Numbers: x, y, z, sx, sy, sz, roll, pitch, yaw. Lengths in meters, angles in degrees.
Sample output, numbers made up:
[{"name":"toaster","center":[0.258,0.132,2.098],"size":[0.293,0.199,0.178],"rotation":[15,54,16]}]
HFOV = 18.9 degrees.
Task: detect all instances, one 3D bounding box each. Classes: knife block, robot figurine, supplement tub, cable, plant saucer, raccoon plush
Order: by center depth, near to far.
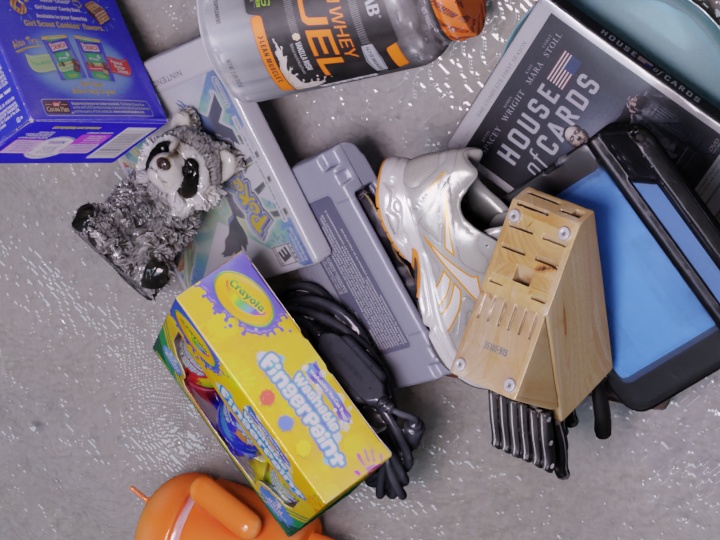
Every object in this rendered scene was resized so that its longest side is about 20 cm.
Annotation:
[{"name":"supplement tub","center":[-0.013,-0.203,1.624],"size":[0.198,0.123,0.124],"rotation":[-11,107,20]},{"name":"plant saucer","center":[0.199,-0.127,1.626],"size":[0.198,0.027,0.202],"rotation":[9,115,20]},{"name":"knife block","center":[0.151,0.053,1.629],"size":[0.064,0.175,0.202],"rotation":[22,94,35]},{"name":"raccoon plush","center":[-0.161,-0.057,1.753],"size":[0.097,0.200,0.134],"rotation":[41,84,-6]},{"name":"cable","center":[-0.017,0.097,1.770],"size":[0.200,0.051,0.164],"rotation":[44,157,29]},{"name":"robot figurine","center":[-0.110,0.242,1.862],"size":[0.198,0.144,0.118],"rotation":[17,88,17]}]

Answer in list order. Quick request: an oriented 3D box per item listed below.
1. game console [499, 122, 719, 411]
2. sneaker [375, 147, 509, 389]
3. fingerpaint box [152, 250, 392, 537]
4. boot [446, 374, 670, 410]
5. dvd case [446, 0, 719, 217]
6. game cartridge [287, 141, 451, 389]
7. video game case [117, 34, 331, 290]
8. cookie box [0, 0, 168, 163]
[{"name":"game console","center":[0.203,0.005,1.572],"size":[0.116,0.176,0.201],"rotation":[-38,96,-2]},{"name":"sneaker","center":[0.087,-0.001,1.622],"size":[0.091,0.076,0.201],"rotation":[-15,114,27]},{"name":"fingerpaint box","center":[-0.077,0.104,1.737],"size":[0.201,0.073,0.167],"rotation":[54,161,5]},{"name":"boot","center":[0.158,0.019,1.682],"size":[0.198,0.064,0.188],"rotation":[8,125,23]},{"name":"dvd case","center":[0.181,-0.094,1.618],"size":[0.199,0.025,0.151],"rotation":[36,120,5]},{"name":"game cartridge","center":[0.000,0.000,1.726],"size":[0.133,0.041,0.201],"rotation":[-19,101,55]},{"name":"video game case","center":[-0.128,-0.081,1.754],"size":[0.182,0.022,0.201],"rotation":[-15,105,49]},{"name":"cookie box","center":[-0.260,-0.188,1.685],"size":[0.075,0.171,0.201],"rotation":[-31,76,30]}]
